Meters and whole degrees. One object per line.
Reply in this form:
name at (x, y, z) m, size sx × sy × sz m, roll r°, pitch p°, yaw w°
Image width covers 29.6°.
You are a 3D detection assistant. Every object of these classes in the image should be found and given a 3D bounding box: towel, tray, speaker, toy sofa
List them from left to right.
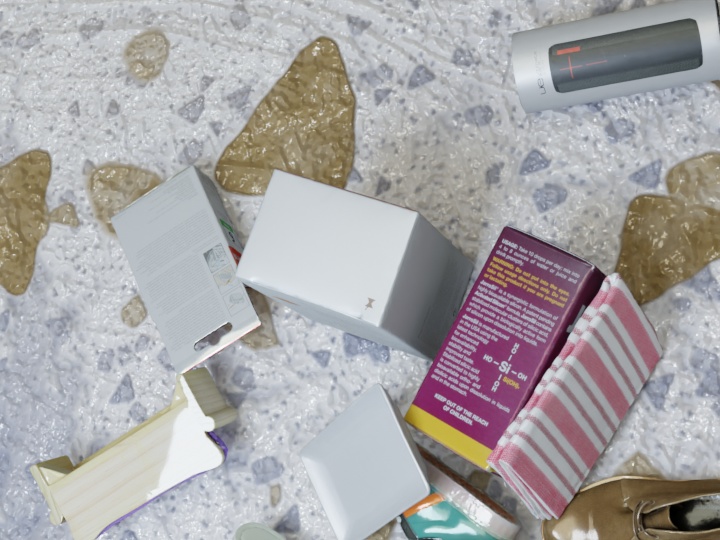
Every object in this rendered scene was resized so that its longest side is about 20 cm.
toy sofa at (-0.220, 0.188, 1.366) m, size 0.199 × 0.083 × 0.098 m, roll -32°, pitch 85°, yaw 9°
tray at (0.006, 0.182, 1.255) m, size 0.022 × 0.200 × 0.108 m, roll -16°, pitch 73°, yaw -31°
towel at (0.190, 0.112, 1.194) m, size 0.030 × 0.146 × 0.201 m, roll 27°, pitch 76°, yaw 36°
speaker at (0.245, -0.206, 1.302) m, size 0.197 × 0.081 × 0.082 m, roll -8°, pitch 74°, yaw 17°

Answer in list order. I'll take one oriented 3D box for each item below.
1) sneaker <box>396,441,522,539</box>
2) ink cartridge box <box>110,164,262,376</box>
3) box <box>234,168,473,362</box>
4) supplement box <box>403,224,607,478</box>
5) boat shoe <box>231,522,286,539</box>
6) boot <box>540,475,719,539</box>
sneaker at (0.052, 0.213, 1.272) m, size 0.199 × 0.071 × 0.081 m, roll 34°, pitch 95°, yaw 28°
ink cartridge box at (-0.172, 0.004, 1.406) m, size 0.108 × 0.050 × 0.202 m, roll -31°, pitch 65°, yaw 9°
box at (0.000, 0.000, 1.272) m, size 0.151 × 0.200 × 0.108 m, roll 18°, pitch 83°, yaw 21°
supplement box at (0.147, 0.083, 1.231) m, size 0.103 × 0.131 × 0.202 m, roll 26°, pitch 88°, yaw 34°
boat shoe at (-0.050, 0.325, 1.285) m, size 0.201 × 0.072 × 0.061 m, roll 39°, pitch 120°, yaw 13°
boot at (0.250, 0.215, 1.201) m, size 0.197 × 0.075 × 0.075 m, roll -12°, pitch 78°, yaw 19°
